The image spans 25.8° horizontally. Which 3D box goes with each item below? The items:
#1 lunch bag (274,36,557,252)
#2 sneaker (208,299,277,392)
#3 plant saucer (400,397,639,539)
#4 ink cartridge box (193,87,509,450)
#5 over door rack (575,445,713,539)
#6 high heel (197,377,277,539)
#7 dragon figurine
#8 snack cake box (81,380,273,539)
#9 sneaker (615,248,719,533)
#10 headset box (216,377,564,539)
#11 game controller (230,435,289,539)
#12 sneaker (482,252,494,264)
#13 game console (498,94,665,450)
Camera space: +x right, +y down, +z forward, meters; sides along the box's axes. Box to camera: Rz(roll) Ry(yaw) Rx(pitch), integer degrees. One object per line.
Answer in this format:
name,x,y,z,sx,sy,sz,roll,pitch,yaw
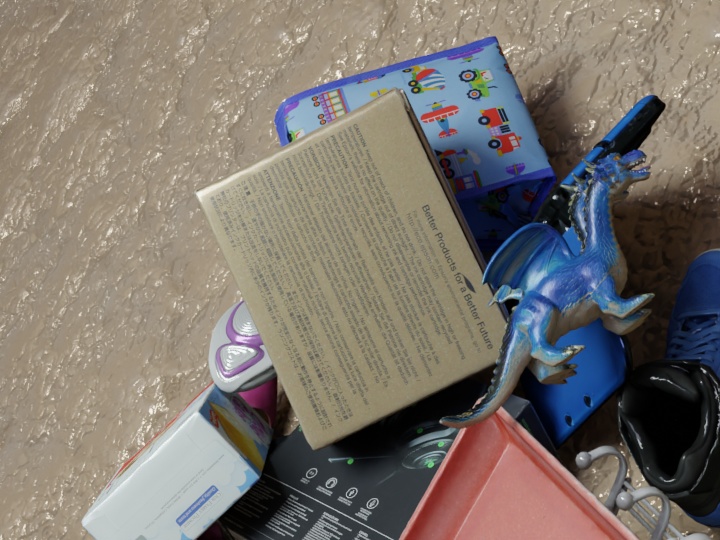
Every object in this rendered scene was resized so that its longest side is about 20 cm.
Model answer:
lunch bag,0.029,-0.086,1.209,0.095,0.198,0.151,97,160,-50
sneaker,-0.055,0.053,1.274,0.074,0.100,0.200,15,35,22
plant saucer,0.083,0.206,0.921,0.201,0.036,0.200,-62,33,10
ink cartridge box,0.000,0.000,1.102,0.164,0.075,0.201,-25,86,4
over door rack,0.147,0.227,0.962,0.148,0.066,0.202,-132,50,-69
high heel,-0.098,0.166,1.312,0.096,0.067,0.202,21,89,58
dragon figurine,0.110,0.012,0.956,0.199,0.059,0.100,-37,70,-4
snack cake box,-0.131,0.151,1.173,0.115,0.067,0.200,-44,3,3
sneaker,0.220,0.063,1.029,0.076,0.111,0.202,-14,59,39
headset box,0.028,0.160,1.136,0.173,0.093,0.200,17,57,47
game controller,-0.085,0.226,1.222,0.105,0.042,0.201,103,-173,-53
sneaker,0.021,0.002,1.215,0.081,0.199,0.076,61,148,1
game console,0.166,0.005,1.094,0.171,0.118,0.200,-45,-8,-22
